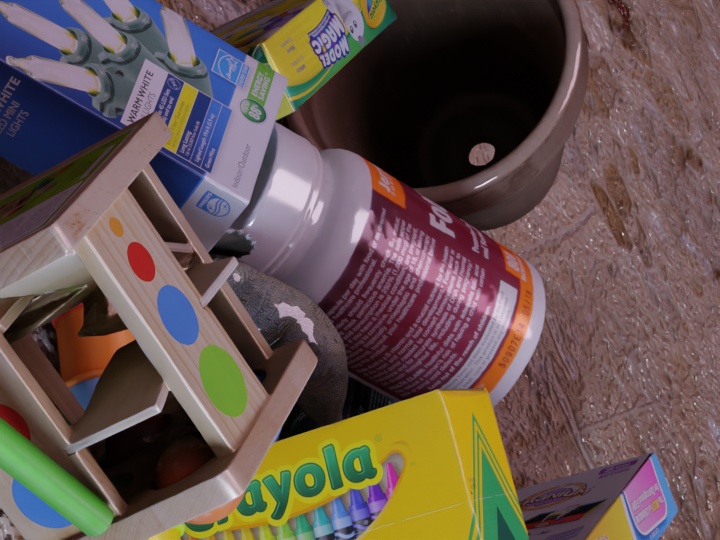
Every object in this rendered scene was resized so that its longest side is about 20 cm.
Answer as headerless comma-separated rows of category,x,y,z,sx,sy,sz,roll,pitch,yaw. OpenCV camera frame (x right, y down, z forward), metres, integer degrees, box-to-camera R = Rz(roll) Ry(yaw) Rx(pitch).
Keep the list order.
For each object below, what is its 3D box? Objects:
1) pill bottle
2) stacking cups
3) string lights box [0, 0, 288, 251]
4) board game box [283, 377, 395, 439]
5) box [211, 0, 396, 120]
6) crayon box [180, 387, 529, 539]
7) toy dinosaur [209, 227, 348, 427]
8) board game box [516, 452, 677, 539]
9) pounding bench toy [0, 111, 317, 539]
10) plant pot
pill bottle,0.000,0.000,1.231,0.200,0.114,0.114,31,45,-28
stacking cups,-0.122,0.076,1.054,0.060,0.060,0.200,20,55,-55
string lights box,-0.143,-0.097,1.050,0.200,0.059,0.103,30,42,-15
board game box,-0.002,0.151,1.255,0.135,0.028,0.200,52,32,-32
box,-0.065,-0.114,1.220,0.048,0.117,0.200,63,29,-11
crayon box,-0.010,0.167,1.046,0.058,0.200,0.173,-2,74,-61
toy dinosaur,-0.059,0.038,1.119,0.200,0.102,0.077,43,20,-5
board game box,0.080,0.172,1.192,0.200,0.153,0.040,-35,104,-61
pounding bench toy,-0.124,0.058,0.898,0.156,0.124,0.200,57,26,-15
plant pot,0.065,-0.107,1.400,0.175,0.200,0.200,51,29,-63
